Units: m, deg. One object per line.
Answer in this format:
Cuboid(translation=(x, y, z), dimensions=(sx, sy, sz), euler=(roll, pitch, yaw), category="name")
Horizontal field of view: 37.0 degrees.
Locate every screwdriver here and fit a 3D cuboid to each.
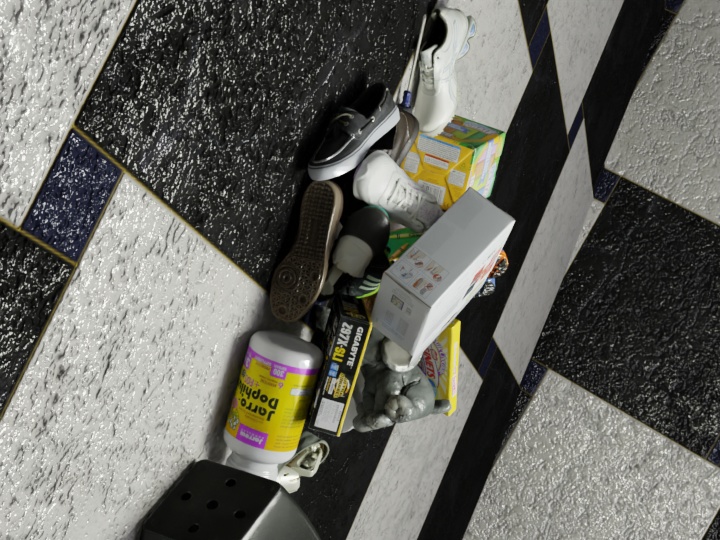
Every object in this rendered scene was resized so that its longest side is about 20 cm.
Cuboid(translation=(0.073, -0.289, 1.633), dimensions=(0.029, 0.028, 0.201), euler=(-10, 121, -34), category="screwdriver")

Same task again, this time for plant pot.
Cuboid(translation=(-0.174, 0.366, 1.399), dimensions=(0.200, 0.199, 0.178), euler=(-47, 140, -46), category="plant pot")

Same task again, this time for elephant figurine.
Cuboid(translation=(0.034, 0.138, 1.660), dimensions=(0.155, 0.141, 0.201), euler=(9, 66, -69), category="elephant figurine")

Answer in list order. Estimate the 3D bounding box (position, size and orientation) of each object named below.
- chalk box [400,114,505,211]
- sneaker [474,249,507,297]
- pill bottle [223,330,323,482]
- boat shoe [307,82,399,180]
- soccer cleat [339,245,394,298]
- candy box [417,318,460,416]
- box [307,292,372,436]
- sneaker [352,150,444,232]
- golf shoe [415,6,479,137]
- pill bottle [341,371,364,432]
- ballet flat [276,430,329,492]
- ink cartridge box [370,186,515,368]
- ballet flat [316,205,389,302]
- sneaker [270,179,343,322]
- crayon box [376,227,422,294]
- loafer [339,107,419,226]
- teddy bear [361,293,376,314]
Cuboid(translation=(0.161, -0.188, 1.817), dimensions=(0.200, 0.124, 0.124), euler=(-36, 142, -59), category="chalk box")
Cuboid(translation=(0.180, -0.011, 1.689), dimensions=(0.200, 0.075, 0.079), euler=(123, -36, -63), category="sneaker")
Cuboid(translation=(-0.125, 0.190, 1.462), dimensions=(0.104, 0.104, 0.201), euler=(-8, 116, -68), category="pill bottle")
Cuboid(translation=(-0.012, -0.193, 1.452), dimensions=(0.200, 0.070, 0.067), euler=(-44, 126, -38), category="boat shoe")
Cuboid(translation=(0.000, 0.000, 1.599), dimensions=(0.081, 0.068, 0.200), euler=(-27, 163, -14), category="soccer cleat")
Cuboid(translation=(0.108, 0.135, 1.697), dimensions=(0.026, 0.102, 0.201), euler=(-41, 144, -36), category="candy box")
Cuboid(translation=(-0.032, 0.125, 1.506), dimensions=(0.200, 0.049, 0.161), euler=(-116, -140, -82), category="box")
Cuboid(translation=(0.061, -0.105, 1.485), dimensions=(0.200, 0.099, 0.075), euler=(28, 88, -59), category="sneaker")
Cuboid(translation=(0.112, -0.312, 1.672), dimensions=(0.097, 0.078, 0.201), euler=(8, 97, -52), category="golf shoe")
Cuboid(translation=(0.009, 0.199, 1.803), dimensions=(0.200, 0.111, 0.112), euler=(-26, 133, -58), category="pill bottle")
Cuboid(translation=(-0.110, 0.311, 1.678), dimensions=(0.200, 0.063, 0.068), euler=(-35, 141, -57), category="ballet flat")
Cuboid(translation=(0.107, 0.013, 1.498), dimensions=(0.200, 0.084, 0.176), euler=(-44, 163, -31), category="ink cartridge box")
Cuboid(translation=(-0.017, -0.012, 1.503), dimensions=(0.200, 0.068, 0.069), euler=(-52, -172, 51), category="ballet flat")
Cuboid(translation=(-0.063, -0.024, 1.470), dimensions=(0.076, 0.070, 0.201), euler=(-2, 113, -74), category="sneaker")
Cuboid(translation=(0.110, -0.021, 1.755), dimensions=(0.119, 0.199, 0.058), euler=(80, -6, -55), category="crayon box")
Cuboid(translation=(0.015, -0.154, 1.560), dimensions=(0.071, 0.073, 0.201), euler=(42, 68, -56), category="loafer")
Cuboid(translation=(0.061, 0.077, 1.735), dimensions=(0.145, 0.199, 0.067), euler=(44, 40, -32), category="teddy bear")
